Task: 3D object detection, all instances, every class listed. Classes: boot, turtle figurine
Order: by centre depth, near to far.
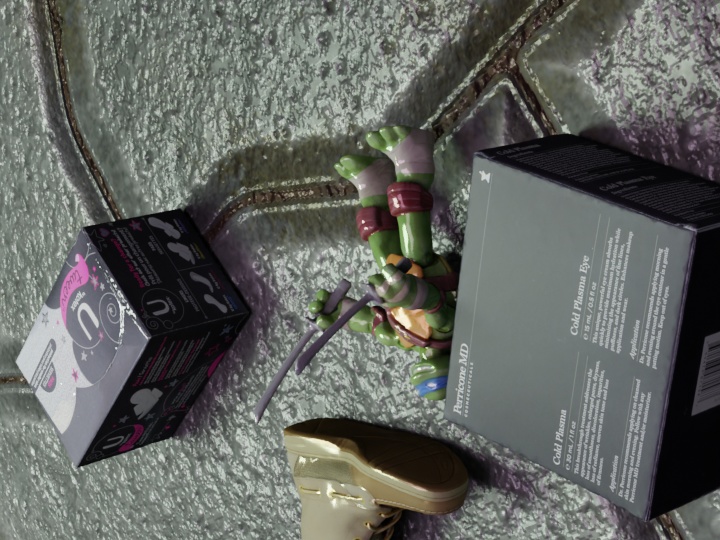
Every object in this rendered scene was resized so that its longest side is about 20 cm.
[{"bbox_3d":[0.000,0.000,1.225,0.199,0.144,0.195,-7,73,7],"label":"turtle figurine"},{"bbox_3d":[0.013,0.210,1.337,0.200,0.073,0.156,9,106,47],"label":"boot"}]

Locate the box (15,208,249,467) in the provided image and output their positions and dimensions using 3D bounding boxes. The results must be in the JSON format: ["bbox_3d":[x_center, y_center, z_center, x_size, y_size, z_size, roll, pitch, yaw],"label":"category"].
[{"bbox_3d":[-0.213,0.061,1.512,0.132,0.115,0.200,55,133,22],"label":"box"}]

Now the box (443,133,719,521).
[{"bbox_3d":[0.163,0.031,1.105,0.182,0.104,0.201,24,117,40],"label":"box"}]
